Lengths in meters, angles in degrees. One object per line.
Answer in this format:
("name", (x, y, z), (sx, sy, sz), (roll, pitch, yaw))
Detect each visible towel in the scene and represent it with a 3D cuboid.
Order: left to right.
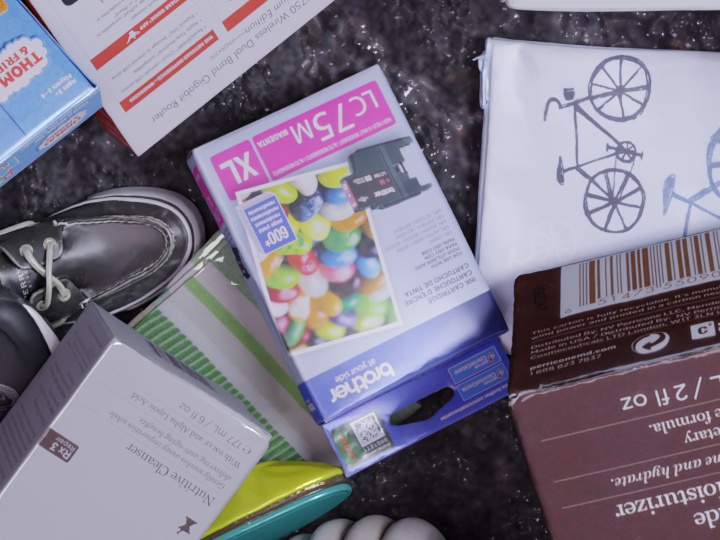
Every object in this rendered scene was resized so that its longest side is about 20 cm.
("towel", (-0.088, 0.084, 1.293), (0.200, 0.023, 0.153), (-41, 97, 15))

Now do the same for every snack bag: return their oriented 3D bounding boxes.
("snack bag", (0.159, -0.032, 1.255), (0.199, 0.021, 0.189), (4, 100, 6))

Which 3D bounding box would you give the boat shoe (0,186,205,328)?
("boat shoe", (-0.186, 0.006, 1.280), (0.199, 0.064, 0.071), (-17, 98, 9))

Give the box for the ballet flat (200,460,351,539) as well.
("ballet flat", (-0.099, 0.148, 1.273), (0.200, 0.067, 0.067), (-35, 71, 16))

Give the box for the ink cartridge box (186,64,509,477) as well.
("ink cartridge box", (0.000, 0.000, 1.237), (0.119, 0.042, 0.200), (-26, 89, -11))

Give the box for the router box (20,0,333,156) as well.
("router box", (-0.094, -0.190, 1.168), (0.200, 0.049, 0.180), (-39, 126, -10))

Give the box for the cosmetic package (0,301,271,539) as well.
("cosmetic package", (-0.155, 0.132, 1.203), (0.113, 0.081, 0.200), (34, 92, -22))

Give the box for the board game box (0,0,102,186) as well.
("board game box", (-0.252, -0.114, 1.124), (0.151, 0.037, 0.200), (-39, 80, -12))

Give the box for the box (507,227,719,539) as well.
("box", (0.182, 0.100, 1.184), (0.165, 0.164, 0.200), (-15, 110, 10))

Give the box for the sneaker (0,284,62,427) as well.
("sneaker", (-0.210, 0.103, 1.248), (0.076, 0.088, 0.200), (16, 128, 20))

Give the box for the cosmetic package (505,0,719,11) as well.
("cosmetic package", (0.159, -0.237, 1.144), (0.166, 0.167, 0.201), (1, 101, 8))

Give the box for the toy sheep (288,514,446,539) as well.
("toy sheep", (-0.004, 0.207, 1.265), (0.200, 0.138, 0.138), (-18, 98, 16))
